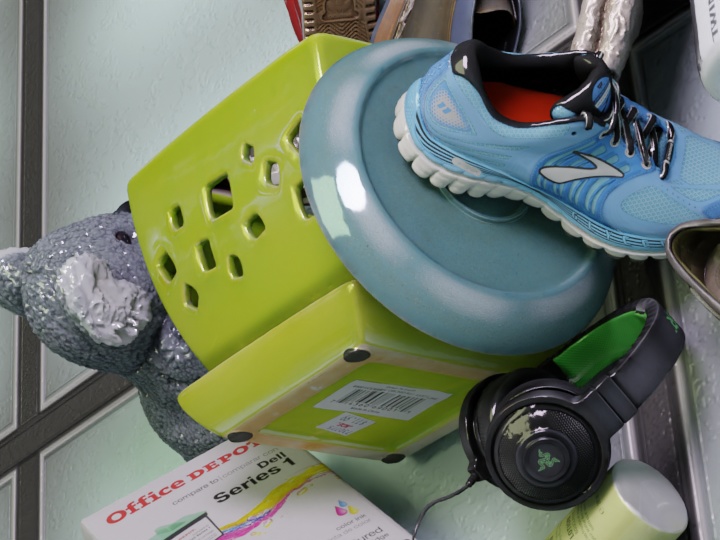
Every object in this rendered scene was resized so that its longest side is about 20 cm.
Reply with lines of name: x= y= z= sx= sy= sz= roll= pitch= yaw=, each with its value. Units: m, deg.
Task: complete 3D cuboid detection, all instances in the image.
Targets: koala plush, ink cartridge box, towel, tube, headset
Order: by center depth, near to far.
headset: x=0.101 y=0.100 z=1.196 sx=0.200 sy=0.094 sz=0.123 roll=-41 pitch=8 yaw=-5
tube: x=0.100 y=0.185 z=1.213 sx=0.052 sy=0.058 sz=0.200 roll=47 pitch=123 yaw=15
towel: x=0.152 y=-0.185 z=1.254 sx=0.133 sy=0.034 sz=0.201 roll=69 pitch=-145 yaw=-81
ink cartridge box: x=-0.061 y=0.188 z=1.337 sx=0.200 sy=0.144 sz=0.084 roll=33 pitch=145 yaw=54
koala plush: x=-0.142 y=0.028 z=1.482 sx=0.177 sy=0.199 sz=0.185 roll=14 pitch=86 yaw=55

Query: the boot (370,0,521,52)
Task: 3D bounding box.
boot: x=0.079 y=-0.198 z=1.406 sx=0.097 sy=0.075 sz=0.201 roll=33 pitch=112 yaw=45

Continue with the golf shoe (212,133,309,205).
golf shoe: x=-0.038 y=-0.066 z=1.447 sx=0.199 sy=0.088 sz=0.077 roll=-6 pitch=110 yaw=35

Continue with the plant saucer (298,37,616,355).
plant saucer: x=0.061 y=-0.049 z=1.210 sx=0.027 sy=0.199 sz=0.201 roll=-47 pitch=40 yaw=47

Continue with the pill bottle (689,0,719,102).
pill bottle: x=0.220 y=-0.190 z=1.166 sx=0.106 sy=0.106 sz=0.201 roll=-31 pitch=52 yaw=43

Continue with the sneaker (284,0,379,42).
sneaker: x=-0.016 y=-0.214 z=1.475 sx=0.113 sy=0.071 sz=0.201 roll=-102 pitch=13 yaw=-57

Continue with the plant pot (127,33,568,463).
plant pot: x=0.000 y=0.000 z=1.312 sx=0.199 sy=0.199 sz=0.182 roll=-33 pitch=56 yaw=42

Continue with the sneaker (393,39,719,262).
sneaker: x=0.122 y=-0.068 z=1.168 sx=0.090 sy=0.199 sz=0.079 roll=121 pitch=159 yaw=-52

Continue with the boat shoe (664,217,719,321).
boat shoe: x=0.225 y=0.020 z=1.099 sx=0.200 sy=0.065 sz=0.073 roll=20 pitch=90 yaw=54
